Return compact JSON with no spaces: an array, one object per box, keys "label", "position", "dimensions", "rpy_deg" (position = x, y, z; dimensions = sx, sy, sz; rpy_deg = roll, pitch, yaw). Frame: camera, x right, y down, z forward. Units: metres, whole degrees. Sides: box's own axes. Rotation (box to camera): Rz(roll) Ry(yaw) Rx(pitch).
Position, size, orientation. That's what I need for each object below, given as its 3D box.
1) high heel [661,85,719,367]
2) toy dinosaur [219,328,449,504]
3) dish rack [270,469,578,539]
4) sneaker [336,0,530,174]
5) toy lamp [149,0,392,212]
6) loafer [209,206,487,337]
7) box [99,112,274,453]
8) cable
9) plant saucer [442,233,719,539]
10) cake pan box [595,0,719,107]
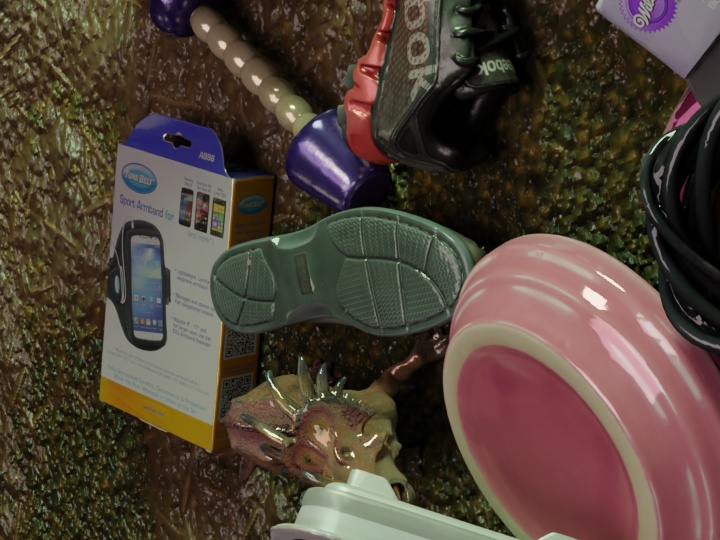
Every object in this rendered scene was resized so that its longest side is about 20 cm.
[{"label":"high heel","position":[0.182,-0.007,0.830],"dimensions":[0.096,0.067,0.202],"rpy_deg":[27,122,32]},{"label":"toy dinosaur","position":[-0.032,0.090,0.998],"dimensions":[0.199,0.135,0.087],"rpy_deg":[-11,89,45]},{"label":"dish rack","position":[0.042,0.153,0.879],"dimensions":[0.170,0.200,0.044],"rpy_deg":[16,69,4]},{"label":"sneaker","position":[0.050,-0.141,0.928],"dimensions":[0.098,0.070,0.202],"rpy_deg":[29,118,38]},{"label":"toy lamp","position":[-0.052,-0.106,1.046],"dimensions":[0.200,0.058,0.059],"rpy_deg":[49,127,31]},{"label":"loafer","position":[0.000,0.000,1.011],"dimensions":[0.199,0.063,0.073],"rpy_deg":[-4,93,41]},{"label":"box","position":[-0.113,0.003,1.134],"dimensions":[0.118,0.041,0.202],"rpy_deg":[19,107,41]},{"label":"cable","position":[0.212,-0.016,0.730],"dimensions":[0.198,0.051,0.164],"rpy_deg":[24,125,11]},{"label":"plant saucer","position":[0.108,0.082,0.868],"dimensions":[0.200,0.051,0.202],"rpy_deg":[40,147,34]},{"label":"cake pan box","position":[0.221,-0.128,0.724],"dimensions":[0.184,0.052,0.200],"rpy_deg":[39,126,2]}]
